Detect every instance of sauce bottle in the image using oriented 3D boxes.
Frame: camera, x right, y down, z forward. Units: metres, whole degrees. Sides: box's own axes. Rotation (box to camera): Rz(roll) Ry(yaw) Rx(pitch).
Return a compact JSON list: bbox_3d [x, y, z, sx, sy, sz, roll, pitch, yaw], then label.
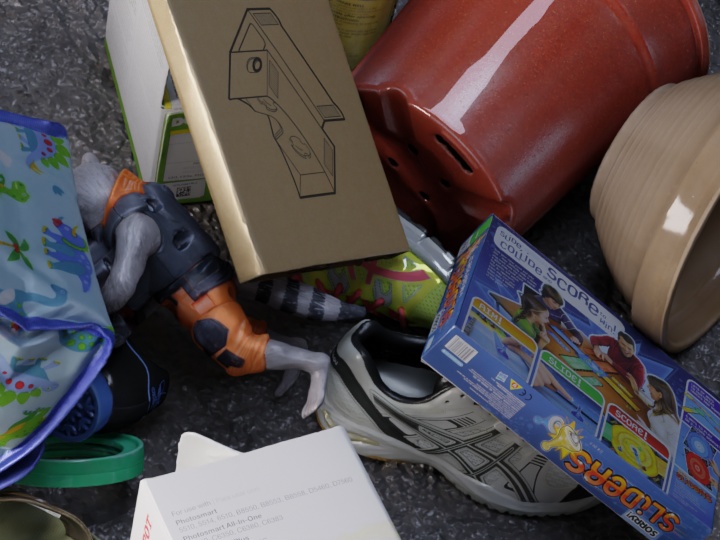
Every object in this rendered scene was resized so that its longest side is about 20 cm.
[{"bbox_3d":[-0.002,-0.195,1.597,0.066,0.200,0.066,7,53,-9],"label":"sauce bottle"}]

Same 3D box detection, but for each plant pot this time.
[{"bbox_3d":[0.091,-0.121,1.577,0.201,0.201,0.195,35,61,14],"label":"plant pot"},{"bbox_3d":[0.211,-0.055,1.540,0.093,0.201,0.201,33,53,20],"label":"plant pot"}]

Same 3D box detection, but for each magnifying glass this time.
[{"bbox_3d":[-0.226,0.108,1.409,0.200,0.022,0.080,-1,10,-2],"label":"magnifying glass"}]

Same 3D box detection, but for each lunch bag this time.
[{"bbox_3d":[-0.234,0.030,1.340,0.127,0.200,0.170,18,38,-35],"label":"lunch bag"}]

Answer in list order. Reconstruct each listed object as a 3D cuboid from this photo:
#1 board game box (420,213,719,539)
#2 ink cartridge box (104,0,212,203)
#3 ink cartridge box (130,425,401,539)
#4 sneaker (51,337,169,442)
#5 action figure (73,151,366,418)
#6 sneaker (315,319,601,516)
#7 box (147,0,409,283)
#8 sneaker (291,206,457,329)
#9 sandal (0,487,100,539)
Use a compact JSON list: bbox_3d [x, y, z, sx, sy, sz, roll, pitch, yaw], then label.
[{"bbox_3d":[0.134,0.068,1.462,0.200,0.034,0.135,39,32,-9],"label":"board game box"},{"bbox_3d":[-0.107,-0.160,1.546,0.076,0.200,0.148,-6,55,-17],"label":"ink cartridge box"},{"bbox_3d":[-0.044,0.190,1.338,0.125,0.129,0.200,-14,58,-22],"label":"ink cartridge box"},{"bbox_3d":[-0.204,0.035,1.468,0.200,0.070,0.078,37,28,25],"label":"sneaker"},{"bbox_3d":[-0.102,0.000,1.447,0.193,0.105,0.200,39,10,-11],"label":"action figure"},{"bbox_3d":[0.072,0.088,1.470,0.200,0.088,0.076,15,50,-3],"label":"sneaker"},{"bbox_3d":[-0.050,-0.095,1.438,0.163,0.021,0.200,-10,81,-57],"label":"box"},{"bbox_3d":[0.000,0.000,1.539,0.200,0.078,0.090,42,82,12],"label":"sneaker"},{"bbox_3d":[-0.186,0.153,1.346,0.201,0.057,0.080,17,47,39],"label":"sandal"}]
